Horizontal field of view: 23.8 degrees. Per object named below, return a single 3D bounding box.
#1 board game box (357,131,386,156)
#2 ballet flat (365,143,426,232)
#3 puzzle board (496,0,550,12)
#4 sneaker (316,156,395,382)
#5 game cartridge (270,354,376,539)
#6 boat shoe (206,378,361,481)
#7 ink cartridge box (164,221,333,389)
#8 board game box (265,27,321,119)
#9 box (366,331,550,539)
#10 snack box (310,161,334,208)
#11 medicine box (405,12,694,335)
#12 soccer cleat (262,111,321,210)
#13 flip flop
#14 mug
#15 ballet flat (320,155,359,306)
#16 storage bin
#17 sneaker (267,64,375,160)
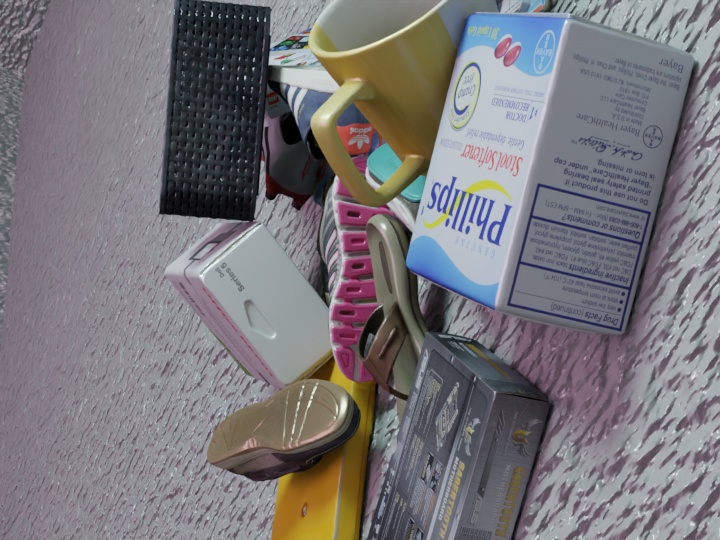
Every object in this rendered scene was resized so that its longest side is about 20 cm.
[{"bbox_3d":[0.042,-0.148,1.526,0.200,0.036,0.153,168,94,-70],"label":"board game box"},{"bbox_3d":[0.069,-0.041,1.403,0.200,0.069,0.070,47,123,50],"label":"ballet flat"},{"bbox_3d":[0.115,-0.258,1.479,0.200,0.017,0.152,146,133,-63],"label":"puzzle board"},{"bbox_3d":[0.000,0.000,1.553,0.087,0.073,0.202,171,96,-80],"label":"sneaker"},{"bbox_3d":[-0.034,0.182,1.620,0.176,0.032,0.202,152,130,-65],"label":"game cartridge"},{"bbox_3d":[-0.062,0.153,1.575,0.199,0.065,0.072,-23,44,44],"label":"boat shoe"},{"bbox_3d":[-0.105,0.032,1.684,0.084,0.146,0.200,-40,11,-12],"label":"ink cartridge box"},{"bbox_3d":[-0.068,-0.212,1.799,0.200,0.125,0.035,-141,29,-68],"label":"board game box"},{"bbox_3d":[0.070,0.165,1.313,0.158,0.048,0.202,-142,66,-68],"label":"box"},{"bbox_3d":[-0.030,-0.131,1.769,0.200,0.037,0.117,-143,66,-68],"label":"snack box"},{"bbox_3d":[0.128,-0.073,1.210,0.182,0.102,0.202,-154,78,-70],"label":"medicine box"},{"bbox_3d":[-0.081,-0.140,1.774,0.086,0.068,0.200,-61,28,20],"label":"soccer cleat"},{"bbox_3d":[0.024,0.053,1.444,0.081,0.057,0.202,158,102,-68],"label":"flip flop"},{"bbox_3d":[0.044,-0.145,1.351,0.186,0.154,0.150,-33,28,-1],"label":"mug"},{"bbox_3d":[-0.004,-0.052,1.640,0.066,0.056,0.202,-11,-70,-77],"label":"ballet flat"},{"bbox_3d":[-0.140,-0.153,1.628,0.135,0.093,0.202,-133,49,-81],"label":"storage bin"},{"bbox_3d":[-0.039,-0.147,1.583,0.200,0.074,0.085,-153,62,-68],"label":"sneaker"}]
